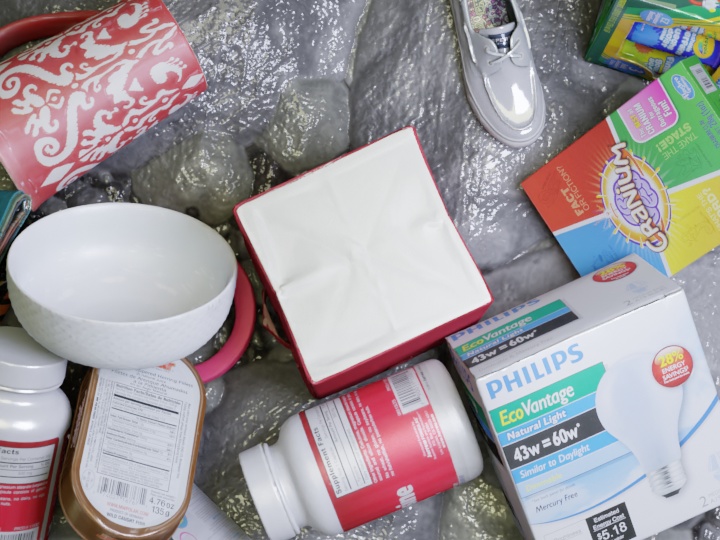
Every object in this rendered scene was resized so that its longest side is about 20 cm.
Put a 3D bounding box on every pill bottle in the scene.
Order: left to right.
[{"bbox_3d":[-0.314,0.158,1.377,0.111,0.112,0.202,15,106,2],"label":"pill bottle"},{"bbox_3d":[-0.001,0.165,1.401,0.199,0.112,0.113,-22,83,-2],"label":"pill bottle"}]

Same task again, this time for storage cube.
[{"bbox_3d":[0.000,0.000,1.398,0.199,0.180,0.172,-24,83,-4],"label":"storage cube"}]

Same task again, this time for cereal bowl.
[{"bbox_3d":[-0.208,0.024,1.375,0.198,0.201,0.084,7,121,1],"label":"cereal bowl"}]

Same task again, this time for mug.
[{"bbox_3d":[-0.263,-0.181,1.449,0.199,0.133,0.178,-32,84,-8],"label":"mug"}]

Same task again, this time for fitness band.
[{"bbox_3d":[-0.193,0.024,1.469,0.199,0.037,0.144,29,80,3],"label":"fitness band"}]

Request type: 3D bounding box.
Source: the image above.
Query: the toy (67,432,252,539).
[{"bbox_3d":[-0.179,0.215,1.409,0.047,0.115,0.200,-44,85,16],"label":"toy"}]

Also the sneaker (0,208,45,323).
[{"bbox_3d":[-0.355,0.025,1.452,0.070,0.090,0.201,26,57,-4],"label":"sneaker"}]

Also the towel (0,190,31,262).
[{"bbox_3d":[-0.390,-0.008,1.407,0.199,0.022,0.148,0,57,37],"label":"towel"}]

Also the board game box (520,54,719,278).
[{"bbox_3d":[0.262,-0.072,1.418,0.200,0.040,0.154,-38,81,35],"label":"board game box"}]

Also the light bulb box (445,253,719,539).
[{"bbox_3d":[0.205,0.124,1.376,0.197,0.125,0.201,-24,107,-3],"label":"light bulb box"}]

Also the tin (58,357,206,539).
[{"bbox_3d":[-0.193,0.148,1.361,0.111,0.042,0.201,20,49,-19],"label":"tin"}]

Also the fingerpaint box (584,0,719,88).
[{"bbox_3d":[0.301,-0.222,1.417,0.165,0.200,0.074,18,81,2],"label":"fingerpaint box"}]

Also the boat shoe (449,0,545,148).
[{"bbox_3d":[0.129,-0.216,1.482,0.071,0.069,0.202,-10,82,-1],"label":"boat shoe"}]
